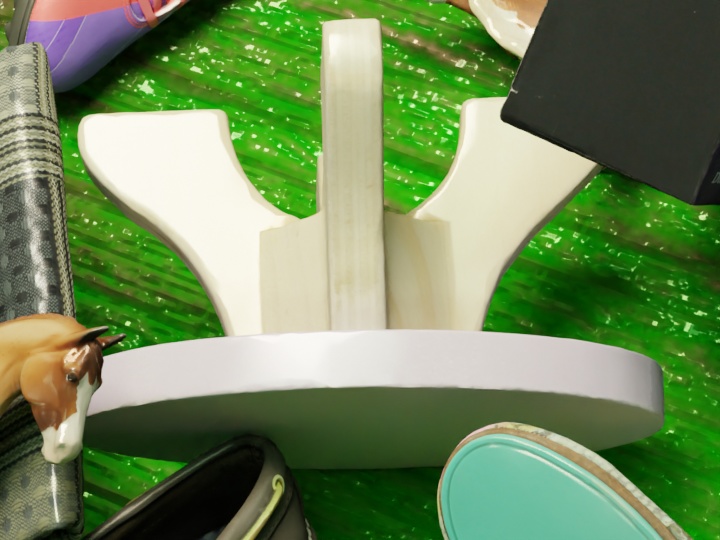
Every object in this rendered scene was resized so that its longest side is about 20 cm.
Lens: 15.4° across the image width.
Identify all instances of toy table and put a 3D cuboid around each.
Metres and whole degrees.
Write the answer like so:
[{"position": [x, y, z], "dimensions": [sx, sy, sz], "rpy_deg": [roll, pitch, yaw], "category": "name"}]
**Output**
[{"position": [0.000, 0.000, 0.915], "dimensions": [0.199, 0.184, 0.117], "rpy_deg": [2, 74, -13], "category": "toy table"}]

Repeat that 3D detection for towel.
[{"position": [-0.164, 0.045, 0.946], "dimensions": [0.200, 0.034, 0.193], "rpy_deg": [-33, 54, 36], "category": "towel"}]

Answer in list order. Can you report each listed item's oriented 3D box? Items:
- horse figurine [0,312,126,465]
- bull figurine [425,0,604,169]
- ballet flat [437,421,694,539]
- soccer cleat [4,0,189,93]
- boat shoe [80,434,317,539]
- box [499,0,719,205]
[{"position": [-0.166, 0.074, 0.871], "dimensions": [0.200, 0.050, 0.133], "rpy_deg": [-1, 71, 50], "category": "horse figurine"}, {"position": [0.070, -0.131, 1.017], "dimensions": [0.121, 0.065, 0.200], "rpy_deg": [22, 54, -13], "category": "bull figurine"}, {"position": [0.106, 0.122, 0.817], "dimensions": [0.200, 0.071, 0.069], "rpy_deg": [40, 106, 23], "category": "ballet flat"}, {"position": [-0.063, -0.143, 1.065], "dimensions": [0.073, 0.068, 0.200], "rpy_deg": [29, 68, 21], "category": "soccer cleat"}, {"position": [-0.095, 0.123, 0.853], "dimensions": [0.201, 0.061, 0.072], "rpy_deg": [-34, 30, -34], "category": "boat shoe"}, {"position": [0.143, -0.099, 0.887], "dimensions": [0.079, 0.200, 0.142], "rpy_deg": [25, 104, 25], "category": "box"}]
